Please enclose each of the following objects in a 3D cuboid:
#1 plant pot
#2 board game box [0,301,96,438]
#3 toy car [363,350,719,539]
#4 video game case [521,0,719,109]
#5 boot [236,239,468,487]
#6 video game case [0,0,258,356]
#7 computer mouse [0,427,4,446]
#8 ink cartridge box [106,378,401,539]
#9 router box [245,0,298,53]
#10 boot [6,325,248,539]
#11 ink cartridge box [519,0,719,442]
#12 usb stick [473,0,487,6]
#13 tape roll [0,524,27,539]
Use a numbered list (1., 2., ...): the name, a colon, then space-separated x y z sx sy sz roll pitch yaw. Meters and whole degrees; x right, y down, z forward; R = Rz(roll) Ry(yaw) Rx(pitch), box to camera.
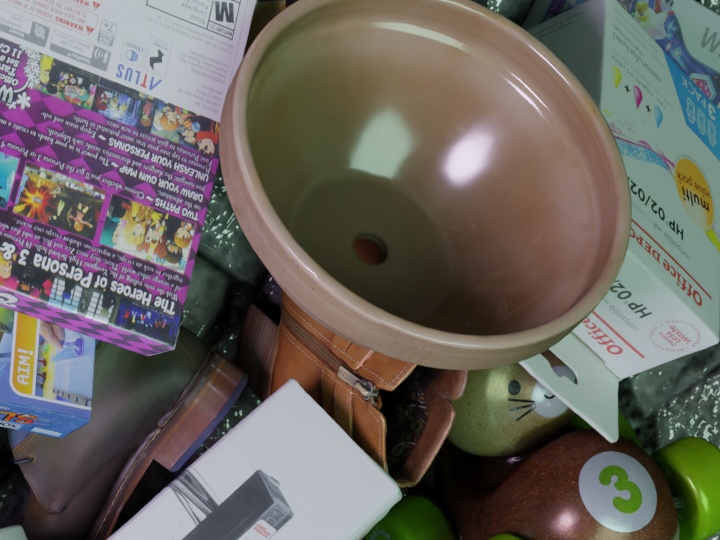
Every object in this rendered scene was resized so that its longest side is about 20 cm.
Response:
1. plant pot: 0.020 -0.029 1.406 0.200 0.201 0.093 -7 152 -29
2. board game box: -0.185 -0.033 1.375 0.135 0.034 0.200 14 65 -28
3. toy car: 0.090 0.068 1.586 0.164 0.158 0.200 -24 114 -30
4. video game case: 0.122 -0.067 1.632 0.143 0.018 0.200 25 94 -35
5. boot: 0.000 0.000 1.499 0.077 0.155 0.200 8 104 -33
6. video game case: -0.156 -0.076 1.350 0.200 0.036 0.182 20 72 -25
7. computer mouse: -0.186 0.030 1.467 0.034 0.059 0.200 9 100 -51
8. ink cartridge box: -0.090 0.161 1.464 0.084 0.144 0.200 47 62 5
9. router box: -0.024 -0.180 1.419 0.200 0.052 0.157 -36 129 27
10. boot: -0.157 0.096 1.512 0.097 0.075 0.200 41 96 -10
11. ink cartridge box: 0.129 -0.027 1.527 0.115 0.068 0.200 40 41 -35
12. usb stick: 0.053 -0.076 1.521 0.033 0.055 0.201 -3 81 8
13. tape roll: -0.246 0.175 1.403 0.202 0.203 0.037 -22 86 -22
